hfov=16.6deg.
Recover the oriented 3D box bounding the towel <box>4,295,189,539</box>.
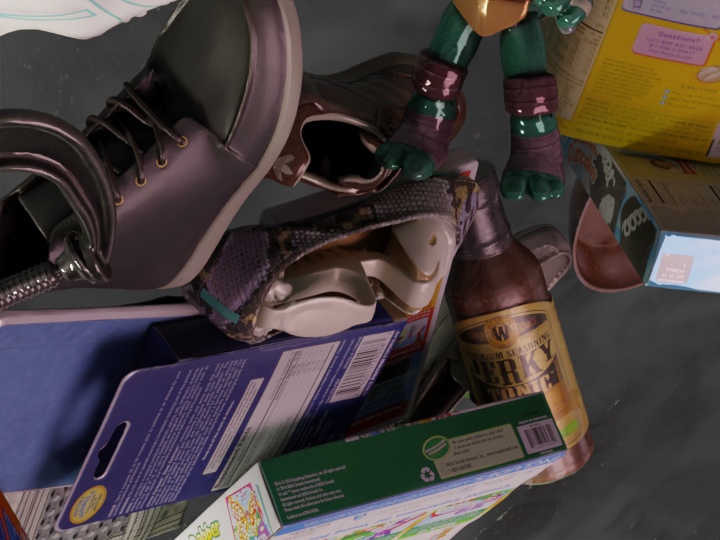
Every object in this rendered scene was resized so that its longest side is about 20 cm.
[{"bbox_3d":[-0.137,0.095,1.374,0.192,0.035,0.201,-10,136,-45],"label":"towel"}]

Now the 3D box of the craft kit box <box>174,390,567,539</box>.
[{"bbox_3d":[-0.009,0.144,1.441,0.199,0.049,0.198,-11,158,-33],"label":"craft kit box"}]

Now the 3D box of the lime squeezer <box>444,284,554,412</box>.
[{"bbox_3d":[0.060,0.077,1.610,0.201,0.038,0.071,-56,-179,21],"label":"lime squeezer"}]

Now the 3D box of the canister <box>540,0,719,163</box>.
[{"bbox_3d":[0.178,-0.159,1.333,0.147,0.087,0.201,10,136,-8],"label":"canister"}]

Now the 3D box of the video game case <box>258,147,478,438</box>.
[{"bbox_3d":[-0.011,0.028,1.400,0.142,0.017,0.201,-19,139,-33],"label":"video game case"}]

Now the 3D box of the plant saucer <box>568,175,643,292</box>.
[{"bbox_3d":[0.204,-0.072,1.581,0.199,0.034,0.201,-32,149,-22],"label":"plant saucer"}]

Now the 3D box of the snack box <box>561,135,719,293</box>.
[{"bbox_3d":[0.190,-0.046,1.397,0.115,0.200,0.037,6,116,-15],"label":"snack box"}]

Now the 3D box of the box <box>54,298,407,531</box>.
[{"bbox_3d":[-0.075,0.073,1.327,0.199,0.032,0.122,-10,139,-44],"label":"box"}]

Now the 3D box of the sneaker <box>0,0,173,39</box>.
[{"bbox_3d":[-0.098,-0.146,1.082,0.199,0.071,0.080,-10,147,-36],"label":"sneaker"}]

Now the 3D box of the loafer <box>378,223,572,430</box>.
[{"bbox_3d":[0.062,0.055,1.533,0.200,0.070,0.070,-45,151,4],"label":"loafer"}]

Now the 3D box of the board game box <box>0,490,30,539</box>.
[{"bbox_3d":[-0.247,0.205,1.159,0.198,0.201,0.200,-20,148,-3],"label":"board game box"}]

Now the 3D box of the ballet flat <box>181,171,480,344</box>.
[{"bbox_3d":[0.000,0.000,1.303,0.199,0.072,0.072,-15,141,-37],"label":"ballet flat"}]

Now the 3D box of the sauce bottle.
[{"bbox_3d":[0.085,0.031,1.463,0.064,0.065,0.201,-30,116,-21],"label":"sauce bottle"}]

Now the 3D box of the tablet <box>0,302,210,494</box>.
[{"bbox_3d":[-0.145,0.066,1.278,0.199,0.014,0.131,-1,132,-50],"label":"tablet"}]

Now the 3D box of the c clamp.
[{"bbox_3d":[-0.195,0.004,1.135,0.199,0.027,0.171,-26,135,10],"label":"c clamp"}]

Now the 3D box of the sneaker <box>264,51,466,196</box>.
[{"bbox_3d":[-0.002,-0.066,1.287,0.199,0.076,0.071,-5,134,-49],"label":"sneaker"}]

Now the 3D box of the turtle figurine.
[{"bbox_3d":[0.061,-0.140,1.185,0.100,0.149,0.202,-23,123,-43],"label":"turtle figurine"}]

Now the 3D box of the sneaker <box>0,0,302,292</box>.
[{"bbox_3d":[-0.102,-0.059,1.172,0.106,0.075,0.201,-13,140,-41],"label":"sneaker"}]
